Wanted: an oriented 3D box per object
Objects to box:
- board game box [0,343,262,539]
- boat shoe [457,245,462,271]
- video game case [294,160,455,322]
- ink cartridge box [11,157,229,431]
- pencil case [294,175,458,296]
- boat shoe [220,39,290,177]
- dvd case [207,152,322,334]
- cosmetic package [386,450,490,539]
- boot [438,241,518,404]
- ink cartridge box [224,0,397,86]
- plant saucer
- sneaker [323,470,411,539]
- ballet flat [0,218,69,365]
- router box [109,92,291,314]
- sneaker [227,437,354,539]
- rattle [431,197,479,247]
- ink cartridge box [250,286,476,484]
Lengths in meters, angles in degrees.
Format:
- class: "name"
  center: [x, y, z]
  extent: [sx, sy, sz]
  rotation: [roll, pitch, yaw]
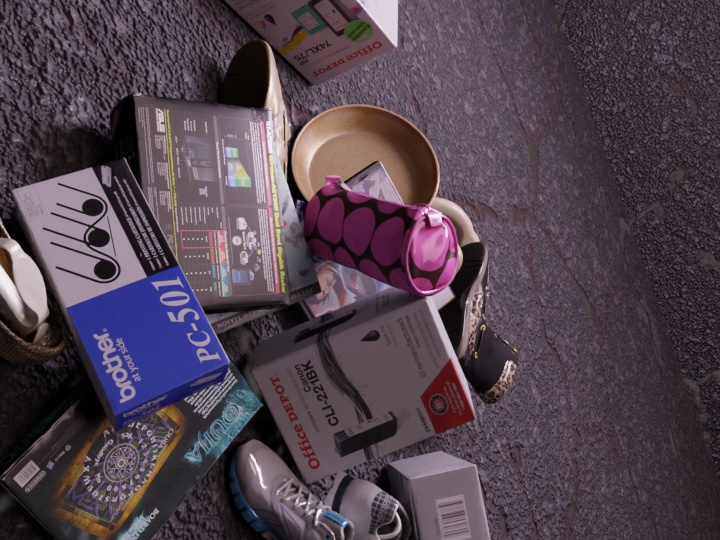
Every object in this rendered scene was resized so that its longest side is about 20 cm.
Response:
- class: "board game box"
  center: [-0.179, 0.135, 0.614]
  extent: [0.200, 0.028, 0.136]
  rotation: [-49, 123, -35]
- class: "boat shoe"
  center: [0.049, -0.055, 1.018]
  extent: [0.200, 0.074, 0.063]
  rotation: [43, 34, 21]
- class: "video game case"
  center: [0.000, 0.000, 0.911]
  extent: [0.180, 0.025, 0.201]
  rotation: [-35, 104, -17]
- class: "ink cartridge box"
  center: [-0.190, 0.013, 0.590]
  extent: [0.093, 0.044, 0.201]
  rotation: [-23, 72, -28]
- class: "pencil case"
  center: [0.017, -0.040, 0.790]
  extent: [0.090, 0.199, 0.095]
  rotation: [5, 101, -39]
- class: "boat shoe"
  center: [-0.116, -0.166, 0.876]
  extent: [0.065, 0.071, 0.203]
  rotation: [15, 69, -61]
- class: "dvd case"
  center: [-0.131, -0.049, 0.788]
  extent: [0.145, 0.022, 0.202]
  rotation: [-20, 96, -34]
- class: "cosmetic package"
  center: [0.089, 0.281, 0.896]
  extent: [0.200, 0.089, 0.108]
  rotation: [122, -42, -77]
- class: "boot"
  center: [0.169, 0.076, 1.070]
  extent: [0.151, 0.073, 0.202]
  rotation: [48, 43, -36]
- class: "ink cartridge box"
  center: [-0.061, -0.378, 0.985]
  extent: [0.199, 0.145, 0.148]
  rotation: [34, 48, -46]
- class: "plant saucer"
  center: [0.005, -0.130, 0.995]
  extent: [0.036, 0.197, 0.203]
  rotation: [110, -15, -61]
- class: "sneaker"
  center: [0.019, 0.295, 0.831]
  extent: [0.201, 0.080, 0.077]
  rotation: [68, 35, -51]
- class: "ballet flat"
  center: [-0.274, -0.018, 0.540]
  extent: [0.068, 0.075, 0.201]
  rotation: [-50, 119, -44]
- class: "router box"
  center: [-0.151, -0.058, 0.718]
  extent: [0.149, 0.062, 0.203]
  rotation: [-2, 84, -39]
- class: "sneaker"
  center: [-0.052, 0.246, 0.742]
  extent: [0.201, 0.086, 0.075]
  rotation: [55, 31, 4]
- class: "rattle"
  center: [0.085, -0.086, 1.171]
  extent: [0.199, 0.130, 0.143]
  rotation: [35, 31, -11]
- class: "ink cartridge box"
  center: [0.003, 0.116, 0.797]
  extent: [0.084, 0.198, 0.146]
  rotation: [-83, 150, -73]
